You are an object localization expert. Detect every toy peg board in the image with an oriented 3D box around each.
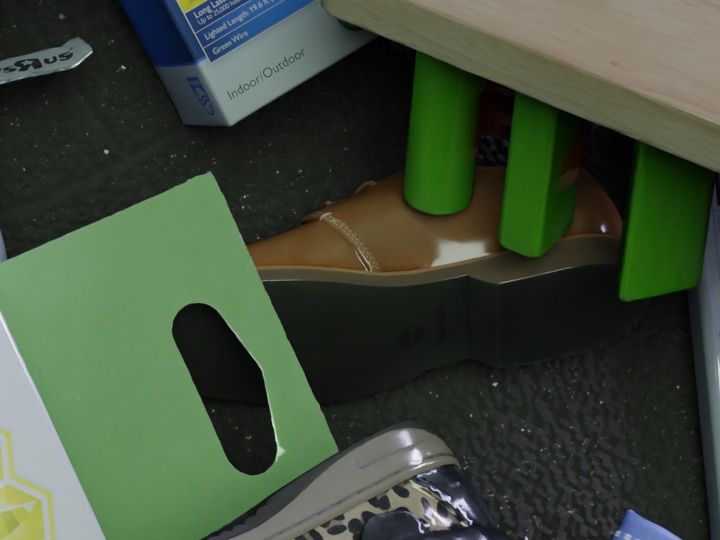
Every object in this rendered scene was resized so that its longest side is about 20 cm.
[{"bbox_3d":[0.118,-0.071,1.014,0.199,0.098,0.199,24,39,24],"label":"toy peg board"}]

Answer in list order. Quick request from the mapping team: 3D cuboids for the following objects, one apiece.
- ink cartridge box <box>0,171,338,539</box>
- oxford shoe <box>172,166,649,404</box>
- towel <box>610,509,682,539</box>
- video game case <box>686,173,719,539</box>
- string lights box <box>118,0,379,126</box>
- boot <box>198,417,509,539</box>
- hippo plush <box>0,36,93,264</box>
[{"bbox_3d":[-0.100,0.065,0.931,0.199,0.048,0.146,-25,90,-20],"label":"ink cartridge box"},{"bbox_3d":[0.000,0.000,1.042,0.199,0.072,0.072,-7,53,-13],"label":"oxford shoe"},{"bbox_3d":[0.100,0.198,0.916,0.144,0.024,0.201,31,72,-1],"label":"towel"},{"bbox_3d":[0.213,0.010,1.094,0.181,0.022,0.201,-2,78,-11],"label":"video game case"},{"bbox_3d":[-0.061,-0.163,1.031,0.103,0.059,0.201,-32,104,-16],"label":"string lights box"},{"bbox_3d":[-0.007,0.150,0.864,0.200,0.073,0.151,-33,69,-30],"label":"boot"},{"bbox_3d":[-0.181,-0.064,0.944,0.199,0.161,0.160,-32,67,-14],"label":"hippo plush"}]
